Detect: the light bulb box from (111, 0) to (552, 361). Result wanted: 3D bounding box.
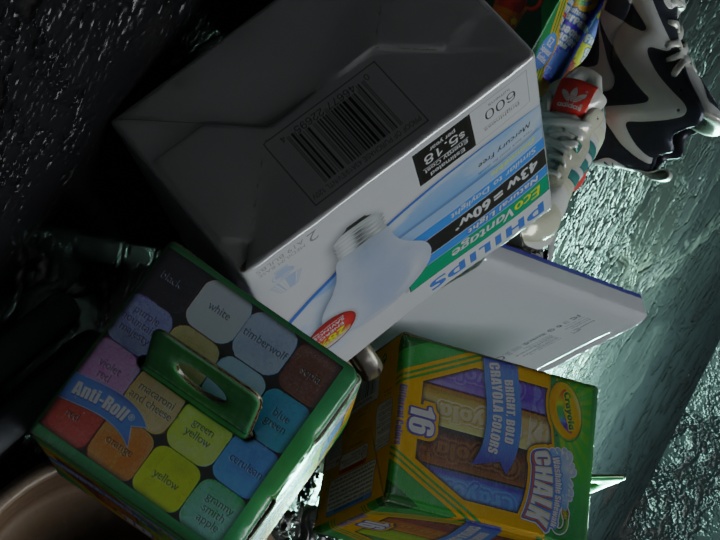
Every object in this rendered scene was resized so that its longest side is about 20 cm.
[{"bbox_3d":[-0.007,-0.059,1.066,0.198,0.125,0.200,-37,157,-6],"label":"light bulb box"}]

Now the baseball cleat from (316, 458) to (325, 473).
[{"bbox_3d":[0.019,0.117,1.404,0.070,0.200,0.107,-125,-130,-61],"label":"baseball cleat"}]

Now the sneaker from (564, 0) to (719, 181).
[{"bbox_3d":[0.235,-0.156,1.394,0.199,0.130,0.079,-61,162,3],"label":"sneaker"}]

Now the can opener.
[{"bbox_3d":[-0.211,0.082,0.960,0.200,0.053,0.066,-44,-170,-38],"label":"can opener"}]

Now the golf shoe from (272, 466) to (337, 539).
[{"bbox_3d":[-0.077,0.161,1.345,0.200,0.094,0.078,80,31,-46],"label":"golf shoe"}]

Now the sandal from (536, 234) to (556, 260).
[{"bbox_3d":[0.123,-0.041,1.452,0.079,0.059,0.207,128,-32,-52],"label":"sandal"}]

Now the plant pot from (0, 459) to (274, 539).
[{"bbox_3d":[-0.153,0.224,1.124,0.200,0.200,0.175,-51,176,-27],"label":"plant pot"}]

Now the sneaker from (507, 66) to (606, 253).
[{"bbox_3d":[0.126,-0.085,1.300,0.200,0.070,0.093,-47,158,-61],"label":"sneaker"}]

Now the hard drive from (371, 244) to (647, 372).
[{"bbox_3d":[0.095,0.033,1.330,0.132,0.025,0.200,-30,150,31],"label":"hard drive"}]

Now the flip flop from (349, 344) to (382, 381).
[{"bbox_3d":[0.000,0.000,1.226,0.058,0.081,0.200,-28,-159,15],"label":"flip flop"}]

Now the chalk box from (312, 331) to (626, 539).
[{"bbox_3d":[0.086,0.140,1.320,0.124,0.200,0.124,141,-39,-59],"label":"chalk box"}]

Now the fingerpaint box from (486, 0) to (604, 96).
[{"bbox_3d":[0.148,-0.202,1.420,0.167,0.073,0.200,-61,162,3],"label":"fingerpaint box"}]

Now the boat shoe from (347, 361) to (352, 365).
[{"bbox_3d":[-0.077,0.120,1.180,0.200,0.071,0.065,-40,-143,30],"label":"boat shoe"}]

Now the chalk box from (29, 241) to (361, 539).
[{"bbox_3d":[-0.085,0.078,0.982,0.124,0.125,0.200,-54,174,-12],"label":"chalk box"}]
